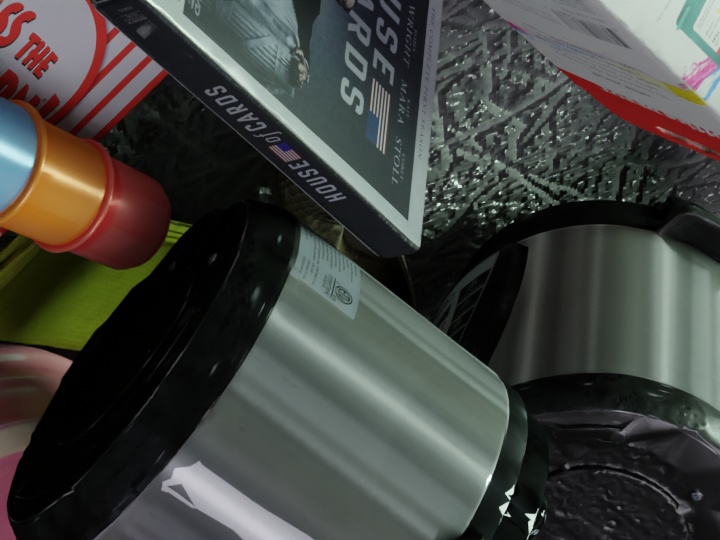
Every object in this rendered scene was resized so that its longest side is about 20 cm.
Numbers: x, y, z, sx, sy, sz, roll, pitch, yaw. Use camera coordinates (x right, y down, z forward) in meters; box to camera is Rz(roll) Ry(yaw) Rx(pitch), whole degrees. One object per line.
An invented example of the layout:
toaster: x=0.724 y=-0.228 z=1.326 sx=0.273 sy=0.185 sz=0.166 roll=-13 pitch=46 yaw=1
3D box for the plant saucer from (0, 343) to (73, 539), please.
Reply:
plant saucer: x=-0.160 y=0.135 z=0.952 sx=0.200 sy=0.051 sz=0.201 roll=-10 pitch=105 yaw=-40

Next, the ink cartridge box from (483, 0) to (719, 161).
ink cartridge box: x=0.116 y=-0.114 z=0.894 sx=0.200 sy=0.116 sz=0.067 roll=34 pitch=87 yaw=-46

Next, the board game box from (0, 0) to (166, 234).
board game box: x=-0.173 y=-0.080 z=0.836 sx=0.200 sy=0.046 sz=0.151 roll=-42 pitch=140 yaw=20

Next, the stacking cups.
stacking cups: x=-0.148 y=-0.043 z=0.791 sx=0.060 sy=0.061 sz=0.200 roll=-41 pitch=140 yaw=19

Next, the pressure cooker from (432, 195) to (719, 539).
pressure cooker: x=0.119 y=0.066 z=1.070 sx=0.175 sy=0.200 sz=0.179 roll=-9 pitch=126 yaw=17

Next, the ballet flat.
ballet flat: x=0.000 y=0.000 z=1.025 sx=0.067 sy=0.046 sz=0.200 roll=-46 pitch=147 yaw=-25

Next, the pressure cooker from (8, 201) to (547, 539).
pressure cooker: x=-0.020 y=0.092 z=0.876 sx=0.200 sy=0.176 sz=0.179 roll=37 pitch=152 yaw=-16

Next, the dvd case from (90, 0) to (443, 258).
dvd case: x=-0.026 y=-0.114 z=0.818 sx=0.025 sy=0.151 sz=0.200 roll=-9 pitch=150 yaw=29

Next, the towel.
towel: x=-0.101 y=0.012 z=0.973 sx=0.086 sy=0.018 sz=0.200 roll=-42 pitch=156 yaw=17
